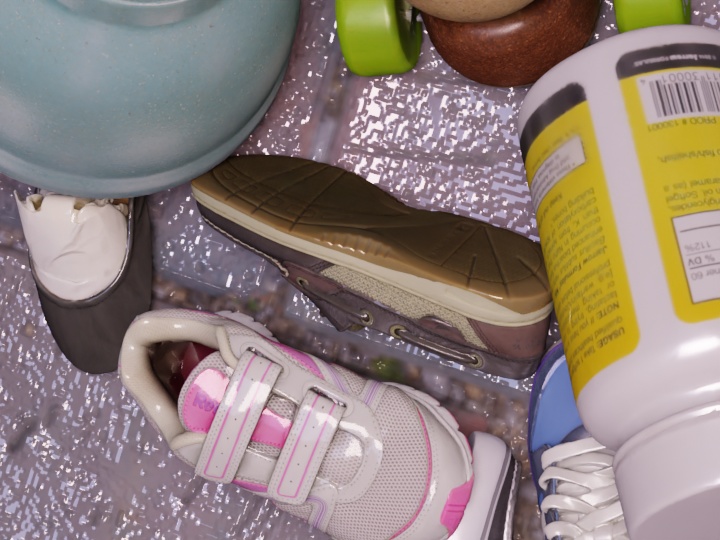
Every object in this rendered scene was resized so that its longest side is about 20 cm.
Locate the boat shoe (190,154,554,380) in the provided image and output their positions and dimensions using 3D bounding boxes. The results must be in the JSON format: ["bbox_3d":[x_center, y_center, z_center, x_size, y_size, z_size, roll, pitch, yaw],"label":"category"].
[{"bbox_3d":[0.001,0.000,0.830,0.199,0.072,0.067,20,123,27],"label":"boat shoe"}]

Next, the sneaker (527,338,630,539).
[{"bbox_3d":[0.109,0.123,0.748,0.080,0.146,0.202,-12,83,16],"label":"sneaker"}]

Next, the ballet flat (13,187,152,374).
[{"bbox_3d":[-0.142,-0.049,0.878,0.067,0.068,0.202,0,87,17],"label":"ballet flat"}]

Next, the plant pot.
[{"bbox_3d":[-0.112,-0.148,0.794,0.198,0.134,0.202,4,74,-15],"label":"plant pot"}]

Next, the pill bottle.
[{"bbox_3d":[0.138,0.009,0.736,0.113,0.114,0.202,-17,62,16],"label":"pill bottle"}]

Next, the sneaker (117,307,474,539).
[{"bbox_3d":[-0.040,0.073,0.806,0.199,0.088,0.082,21,93,34],"label":"sneaker"}]

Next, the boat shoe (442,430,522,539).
[{"bbox_3d":[0.055,0.178,0.808,0.066,0.070,0.202,13,86,-3],"label":"boat shoe"}]

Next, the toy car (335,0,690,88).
[{"bbox_3d":[0.048,-0.170,0.757,0.163,0.200,0.160,-5,85,17],"label":"toy car"}]
